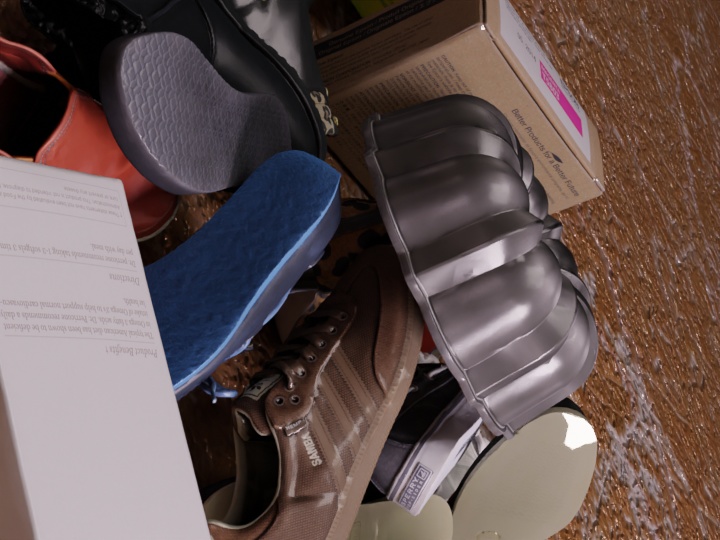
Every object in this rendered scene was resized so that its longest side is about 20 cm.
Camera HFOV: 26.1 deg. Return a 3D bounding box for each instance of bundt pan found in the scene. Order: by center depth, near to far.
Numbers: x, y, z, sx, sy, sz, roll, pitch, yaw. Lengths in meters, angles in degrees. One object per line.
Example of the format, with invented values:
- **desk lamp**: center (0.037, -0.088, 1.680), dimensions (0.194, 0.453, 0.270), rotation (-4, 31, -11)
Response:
- **bundt pan**: center (0.077, -0.011, 0.888), dimensions (0.203, 0.075, 0.203), rotation (-90, 154, -62)

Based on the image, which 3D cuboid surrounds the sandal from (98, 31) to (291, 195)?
- **sandal**: center (-0.091, -0.072, 0.826), dimensions (0.200, 0.042, 0.077), rotation (23, 66, -70)

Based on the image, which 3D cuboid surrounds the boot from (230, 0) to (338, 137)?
- **boot**: center (-0.051, -0.163, 1.093), dimensions (0.203, 0.073, 0.156), rotation (-20, 93, -66)

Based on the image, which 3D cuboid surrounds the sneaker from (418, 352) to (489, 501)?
- **sneaker**: center (0.048, 0.128, 1.069), dimensions (0.200, 0.074, 0.082), rotation (52, 39, -32)

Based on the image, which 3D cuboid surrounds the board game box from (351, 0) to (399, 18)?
- **board game box**: center (0.027, -0.237, 1.278), dimensions (0.200, 0.047, 0.103), rotation (46, 31, -65)

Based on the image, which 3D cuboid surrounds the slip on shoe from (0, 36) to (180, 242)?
- **slip on shoe**: center (-0.159, -0.068, 0.777), dimensions (0.200, 0.061, 0.075), rotation (37, 71, -45)

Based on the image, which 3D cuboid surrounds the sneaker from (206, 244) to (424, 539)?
- **sneaker**: center (-0.025, 0.067, 0.824), dimensions (0.075, 0.070, 0.202), rotation (29, 66, -28)

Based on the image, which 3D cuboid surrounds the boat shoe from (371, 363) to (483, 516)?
- **boat shoe**: center (0.040, 0.086, 0.960), dimensions (0.067, 0.072, 0.200), rotation (32, 23, 9)

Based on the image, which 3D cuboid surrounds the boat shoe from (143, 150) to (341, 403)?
- **boat shoe**: center (-0.074, 0.025, 0.814), dimensions (0.084, 0.199, 0.069), rotation (41, -23, 24)

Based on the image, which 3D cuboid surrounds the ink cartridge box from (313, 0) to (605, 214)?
- **ink cartridge box**: center (0.071, -0.115, 1.185), dimensions (0.200, 0.163, 0.076), rotation (48, 32, -39)

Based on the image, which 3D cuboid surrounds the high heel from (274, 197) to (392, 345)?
- **high heel**: center (0.000, 0.000, 0.977), dimensions (0.199, 0.141, 0.072), rotation (5, 64, -63)

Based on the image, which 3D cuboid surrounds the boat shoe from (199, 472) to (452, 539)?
- **boat shoe**: center (-0.031, 0.149, 0.903), dimensions (0.200, 0.063, 0.075), rotation (10, 92, -48)

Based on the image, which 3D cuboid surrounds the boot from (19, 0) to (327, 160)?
- **boot**: center (-0.108, -0.106, 0.917), dimensions (0.201, 0.076, 0.168), rotation (57, 25, -14)

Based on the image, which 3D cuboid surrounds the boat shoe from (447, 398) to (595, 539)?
- **boat shoe**: center (0.088, 0.154, 0.993), dimensions (0.073, 0.203, 0.063), rotation (18, 32, -9)

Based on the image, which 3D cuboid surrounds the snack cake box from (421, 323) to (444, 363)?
- **snack cake box**: center (0.088, 0.030, 1.103), dimensions (0.200, 0.113, 0.068), rotation (62, 18, -63)

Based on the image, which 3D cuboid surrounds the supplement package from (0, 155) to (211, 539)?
- **supplement package**: center (-0.152, 0.068, 0.647), dimensions (0.117, 0.116, 0.202), rotation (10, 62, -62)
